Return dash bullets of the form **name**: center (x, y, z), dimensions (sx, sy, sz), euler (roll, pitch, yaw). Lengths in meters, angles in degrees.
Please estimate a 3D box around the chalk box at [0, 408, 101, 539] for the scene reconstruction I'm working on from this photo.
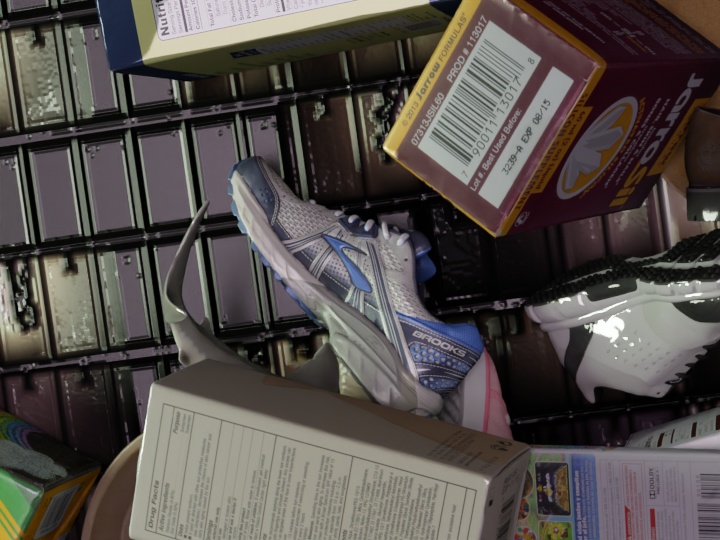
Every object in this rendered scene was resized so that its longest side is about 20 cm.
- **chalk box**: center (-0.285, 0.133, 1.367), dimensions (0.199, 0.125, 0.125), euler (27, 97, 8)

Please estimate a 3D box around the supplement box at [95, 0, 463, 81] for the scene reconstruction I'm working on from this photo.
- **supplement box**: center (-0.038, -0.193, 1.266), dimensions (0.198, 0.200, 0.135), euler (-10, 91, 9)

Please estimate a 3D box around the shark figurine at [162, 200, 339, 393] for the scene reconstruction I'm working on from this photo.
- **shark figurine**: center (-0.052, 0.061, 1.340), dimensions (0.215, 0.128, 0.090), euler (46, 62, -12)

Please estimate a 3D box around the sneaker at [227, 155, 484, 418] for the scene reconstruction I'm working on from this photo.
- **sneaker**: center (0.000, 0.000, 1.329), dimensions (0.085, 0.077, 0.200), euler (-40, 72, 0)

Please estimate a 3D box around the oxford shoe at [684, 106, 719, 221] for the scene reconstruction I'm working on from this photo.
- **oxford shoe**: center (0.267, -0.075, 1.221), dimensions (0.199, 0.073, 0.085), euler (-4, 93, 30)

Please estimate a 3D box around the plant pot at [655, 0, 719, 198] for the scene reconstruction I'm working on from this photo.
- **plant pot**: center (0.243, -0.124, 1.283), dimensions (0.199, 0.027, 0.202), euler (5, 100, 29)

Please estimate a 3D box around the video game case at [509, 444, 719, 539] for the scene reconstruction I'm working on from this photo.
- **video game case**: center (0.118, 0.167, 1.216), dimensions (0.199, 0.018, 0.144), euler (-1, 96, 26)

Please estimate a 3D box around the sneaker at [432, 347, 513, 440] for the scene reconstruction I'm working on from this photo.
- **sneaker**: center (0.080, 0.144, 1.337), dimensions (0.104, 0.075, 0.202), euler (13, 70, -28)

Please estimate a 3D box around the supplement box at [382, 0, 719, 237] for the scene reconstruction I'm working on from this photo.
- **supplement box**: center (0.113, -0.093, 1.231), dimensions (0.086, 0.200, 0.111), euler (39, 113, 20)

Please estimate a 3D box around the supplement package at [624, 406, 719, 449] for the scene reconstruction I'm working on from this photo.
- **supplement package**: center (0.270, 0.161, 1.260), dimensions (0.199, 0.147, 0.192), euler (-17, 90, 10)

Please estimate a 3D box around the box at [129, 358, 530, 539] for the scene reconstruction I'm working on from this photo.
- **box**: center (-0.018, 0.120, 1.212), dimensions (0.199, 0.078, 0.096), euler (15, 105, 18)

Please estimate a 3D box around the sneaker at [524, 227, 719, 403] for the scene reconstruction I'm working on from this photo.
- **sneaker**: center (0.183, 0.027, 1.274), dimensions (0.074, 0.200, 0.080), euler (-32, 100, -34)

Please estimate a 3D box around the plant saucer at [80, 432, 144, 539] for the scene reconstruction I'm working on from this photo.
- **plant saucer**: center (-0.073, 0.180, 1.305), dimensions (0.199, 0.029, 0.202), euler (4, 98, 24)
